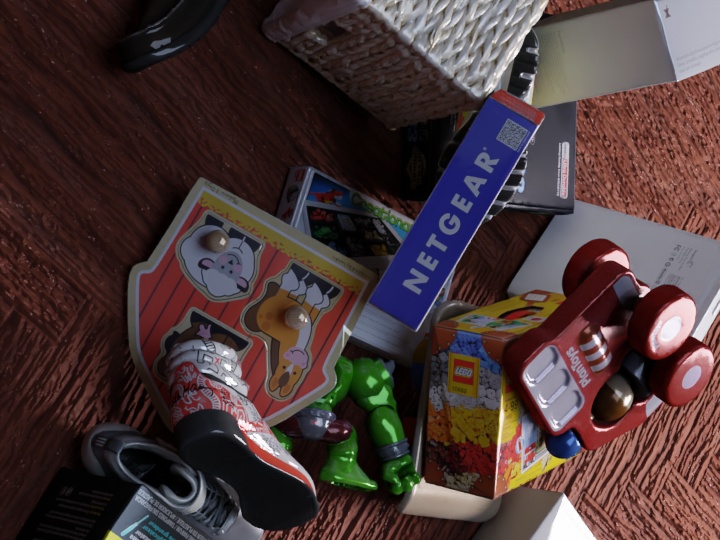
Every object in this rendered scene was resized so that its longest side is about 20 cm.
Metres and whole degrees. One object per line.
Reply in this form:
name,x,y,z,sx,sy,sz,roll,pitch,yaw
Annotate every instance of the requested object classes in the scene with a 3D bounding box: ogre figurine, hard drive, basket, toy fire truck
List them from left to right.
ogre figurine,-0.041,0.126,1.458,0.199,0.098,0.121,7,78,5
basket,0.053,-0.252,1.446,0.161,0.198,0.200,37,73,-20
toy fire truck,0.215,0.084,1.494,0.168,0.112,0.200,-42,138,-9
hard drive,0.263,0.005,1.647,0.132,0.199,0.026,-55,143,-24

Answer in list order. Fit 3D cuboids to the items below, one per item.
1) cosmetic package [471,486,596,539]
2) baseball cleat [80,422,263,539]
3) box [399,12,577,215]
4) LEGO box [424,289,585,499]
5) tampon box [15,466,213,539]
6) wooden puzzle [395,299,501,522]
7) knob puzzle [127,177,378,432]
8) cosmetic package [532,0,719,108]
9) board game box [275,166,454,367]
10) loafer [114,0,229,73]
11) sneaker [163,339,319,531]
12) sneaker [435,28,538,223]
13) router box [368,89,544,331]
cosmetic package,0.144,0.320,1.625,0.200,0.085,0.108,-50,117,-26
baseball cleat,-0.142,0.192,1.373,0.200,0.106,0.070,33,77,-34
box,0.131,-0.160,1.633,0.198,0.050,0.201,5,87,-38
LEGO box,0.144,0.110,1.540,0.200,0.077,0.150,-16,112,-55
tampon box,-0.207,0.283,1.311,0.150,0.126,0.200,43,65,-30
wooden puzzle,0.092,0.135,1.582,0.185,0.046,0.201,19,82,-57
knob puzzle,-0.107,0.050,1.392,0.218,0.030,0.221,0,91,-5
cosmetic package,0.242,-0.212,1.565,0.113,0.200,0.082,-24,103,-38
board game box,0.000,0.000,1.535,0.200,0.035,0.127,26,75,-37
loafer,-0.149,-0.241,1.396,0.071,0.073,0.200,51,53,-21
sneaker,-0.096,0.132,1.361,0.201,0.067,0.108,50,20,-52
sneaker,0.124,-0.137,1.553,0.078,0.090,0.201,17,101,1
router box,0.085,-0.056,1.431,0.049,0.180,0.201,31,101,3
